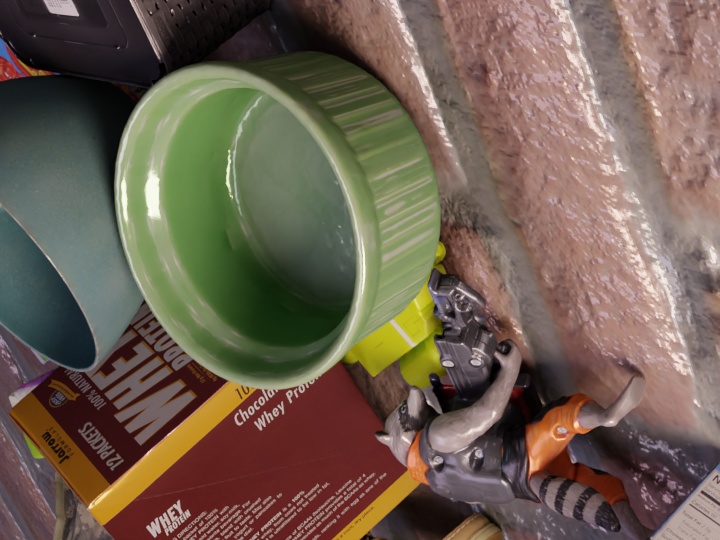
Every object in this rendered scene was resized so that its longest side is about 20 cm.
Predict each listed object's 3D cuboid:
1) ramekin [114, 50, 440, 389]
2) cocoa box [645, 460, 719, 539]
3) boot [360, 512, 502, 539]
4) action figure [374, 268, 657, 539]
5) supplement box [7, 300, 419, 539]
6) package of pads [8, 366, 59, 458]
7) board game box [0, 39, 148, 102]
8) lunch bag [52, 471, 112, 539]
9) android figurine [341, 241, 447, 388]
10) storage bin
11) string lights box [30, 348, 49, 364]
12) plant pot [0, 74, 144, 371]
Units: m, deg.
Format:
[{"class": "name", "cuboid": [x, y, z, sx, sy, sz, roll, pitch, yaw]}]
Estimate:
[{"class": "ramekin", "cuboid": [-0.046, -0.037, 1.227, 0.199, 0.097, 0.202, 16, 116, 35]}, {"class": "cocoa box", "cuboid": [0.217, 0.239, 1.215, 0.133, 0.131, 0.201, 36, 151, 23]}, {"class": "boot", "cuboid": [-0.001, 0.203, 1.518, 0.200, 0.073, 0.156, -44, 71, 28]}, {"class": "action figure", "cuboid": [0.090, 0.099, 1.258, 0.192, 0.105, 0.201, 2, 139, 37]}, {"class": "supplement box", "cuboid": [-0.100, 0.125, 1.423, 0.133, 0.197, 0.200, 38, 166, 47]}, {"class": "package of pads", "cuboid": [-0.173, 0.084, 1.593, 0.200, 0.154, 0.069, -14, 102, 59]}, {"class": "board game box", "cuboid": [-0.184, -0.086, 1.496, 0.200, 0.056, 0.196, 43, 153, 14]}, {"class": "lunch bag", "cuboid": [-0.134, 0.198, 1.654, 0.163, 0.119, 0.199, 25, 142, -38]}, {"class": "android figurine", "cuboid": [0.000, 0.000, 1.341, 0.182, 0.041, 0.200, 49, 154, 3]}, {"class": "storage bin", "cuboid": [-0.166, -0.202, 1.277, 0.199, 0.094, 0.136, 15, 138, 50]}, {"class": "string lights box", "cuboid": [-0.228, -0.005, 1.540, 0.103, 0.059, 0.200, 52, 153, -2]}, {"class": "plant pot", "cuboid": [-0.200, -0.052, 1.342, 0.200, 0.135, 0.201, 37, 156, 20]}]
